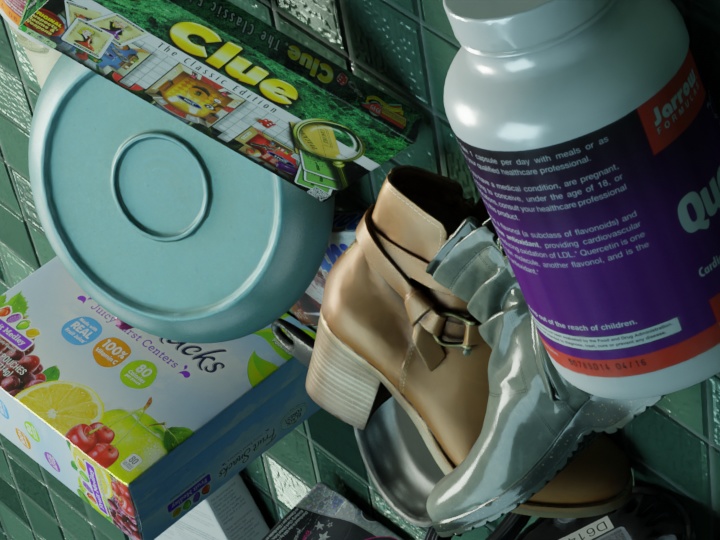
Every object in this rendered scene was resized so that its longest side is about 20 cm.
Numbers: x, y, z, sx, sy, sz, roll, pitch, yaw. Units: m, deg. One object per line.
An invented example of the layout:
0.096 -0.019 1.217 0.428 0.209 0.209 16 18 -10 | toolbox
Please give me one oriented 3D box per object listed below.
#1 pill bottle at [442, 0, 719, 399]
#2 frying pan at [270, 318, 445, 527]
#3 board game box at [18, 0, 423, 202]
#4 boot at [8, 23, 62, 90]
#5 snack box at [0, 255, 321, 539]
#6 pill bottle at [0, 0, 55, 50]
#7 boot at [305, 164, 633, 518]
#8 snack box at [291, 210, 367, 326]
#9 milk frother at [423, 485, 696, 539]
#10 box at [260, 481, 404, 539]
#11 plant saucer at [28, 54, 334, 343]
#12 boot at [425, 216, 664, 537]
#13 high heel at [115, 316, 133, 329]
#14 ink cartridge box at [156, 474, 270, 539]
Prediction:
0.107 -0.049 1.185 0.112 0.112 0.201 19 142 51 | pill bottle
0.011 0.090 1.595 0.190 0.031 0.116 9 110 59 | frying pan
-0.075 -0.105 1.416 0.199 0.024 0.105 29 149 -19 | board game box
-0.125 -0.103 1.582 0.199 0.072 0.156 6 121 44 | boot
-0.146 0.064 1.742 0.200 0.168 0.068 34 149 35 | snack box
-0.145 -0.209 1.413 0.110 0.109 0.200 45 156 14 | pill bottle
0.074 0.040 1.434 0.199 0.074 0.155 22 125 1 | boot
0.000 0.000 1.562 0.072 0.024 0.200 57 156 -17 | snack box
0.135 0.214 1.528 0.200 0.179 0.189 -84 -28 -58 | milk frother
-0.017 0.269 1.852 0.114 0.132 0.201 33 152 28 | box
-0.110 -0.050 1.534 0.199 0.027 0.202 8 110 23 | plant saucer
0.078 0.041 1.375 0.131 0.068 0.200 51 126 4 | boot
-0.147 -0.018 1.693 0.200 0.096 0.068 36 155 54 | high heel
-0.137 0.176 2.051 0.196 0.043 0.201 16 137 55 | ink cartridge box
